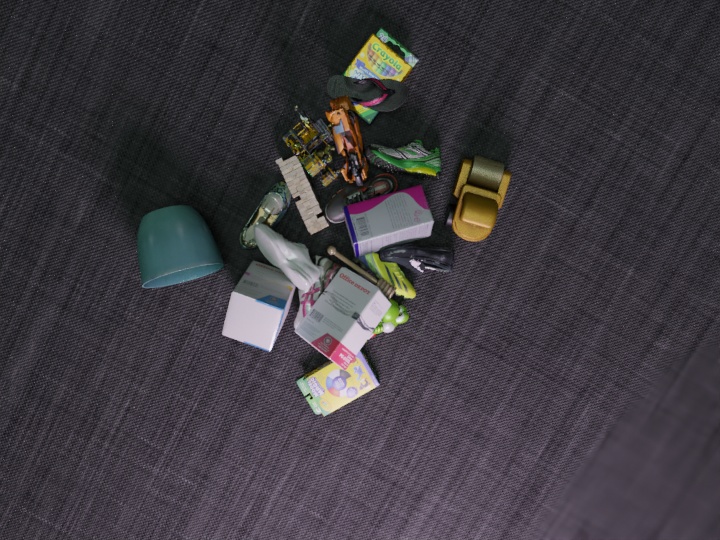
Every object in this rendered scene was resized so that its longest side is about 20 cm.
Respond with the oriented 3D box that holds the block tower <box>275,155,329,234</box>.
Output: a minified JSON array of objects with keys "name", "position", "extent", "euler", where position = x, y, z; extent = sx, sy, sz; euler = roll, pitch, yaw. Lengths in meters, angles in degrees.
[{"name":"block tower","position":[-0.142,-0.193,1.441],"extent":[0.057,0.054,0.202],"euler":[-25,101,4]}]

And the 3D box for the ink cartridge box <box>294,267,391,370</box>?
[{"name":"ink cartridge box","position":[-0.041,0.114,1.407],"extent":[0.144,0.084,0.201],"euler":[29,79,40]}]

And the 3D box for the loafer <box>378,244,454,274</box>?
[{"name":"loafer","position":[0.142,-0.025,1.436],"extent":[0.197,0.068,0.072],"euler":[1,81,-16]}]

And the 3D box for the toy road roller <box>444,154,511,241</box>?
[{"name":"toy road roller","position":[0.286,-0.170,1.392],"extent":[0.121,0.146,0.203],"euler":[15,98,-1]}]

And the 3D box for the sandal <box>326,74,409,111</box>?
[{"name":"sandal","position":[0.016,-0.420,1.364],"extent":[0.197,0.045,0.076],"euler":[7,99,1]}]

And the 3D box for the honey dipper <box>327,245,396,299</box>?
[{"name":"honey dipper","position":[0.000,0.000,1.428],"extent":[0.199,0.038,0.038],"euler":[36,98,7]}]

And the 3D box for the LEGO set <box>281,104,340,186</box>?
[{"name":"LEGO set","position":[-0.093,-0.295,1.374],"extent":[0.116,0.200,0.154],"euler":[-39,75,7]}]

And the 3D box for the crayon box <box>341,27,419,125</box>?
[{"name":"crayon box","position":[0.036,-0.474,1.405],"extent":[0.125,0.052,0.201],"euler":[38,97,-4]}]

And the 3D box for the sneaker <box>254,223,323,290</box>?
[{"name":"sneaker","position":[-0.176,-0.048,1.426],"extent":[0.200,0.075,0.088],"euler":[47,58,-2]}]

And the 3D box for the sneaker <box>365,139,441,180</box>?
[{"name":"sneaker","position":[0.105,-0.279,1.416],"extent":[0.197,0.078,0.087],"euler":[9,87,-20]}]

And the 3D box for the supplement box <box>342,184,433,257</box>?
[{"name":"supplement box","position":[0.067,-0.118,1.403],"extent":[0.197,0.104,0.103],"euler":[-16,72,-2]}]

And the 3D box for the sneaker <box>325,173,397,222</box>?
[{"name":"sneaker","position":[-0.002,-0.184,1.431],"extent":[0.198,0.082,0.078],"euler":[-30,96,5]}]

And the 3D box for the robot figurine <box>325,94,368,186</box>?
[{"name":"robot figurine","position":[-0.027,-0.301,1.372],"extent":[0.057,0.146,0.202],"euler":[-8,122,13]}]

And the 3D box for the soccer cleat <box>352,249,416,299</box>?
[{"name":"soccer cleat","position":[0.070,-0.006,1.464],"extent":[0.199,0.065,0.084],"euler":[38,95,-3]}]

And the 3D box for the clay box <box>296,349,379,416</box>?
[{"name":"clay box","position":[-0.061,0.294,1.518],"extent":[0.198,0.048,0.116],"euler":[-31,96,5]}]

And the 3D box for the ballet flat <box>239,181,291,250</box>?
[{"name":"ballet flat","position":[-0.239,-0.133,1.453],"extent":[0.074,0.074,0.201],"euler":[32,97,-3]}]

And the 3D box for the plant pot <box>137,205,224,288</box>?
[{"name":"plant pot","position":[-0.449,-0.064,1.411],"extent":[0.198,0.201,0.163],"euler":[-17,85,4]}]

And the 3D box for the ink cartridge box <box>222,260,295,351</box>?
[{"name":"ink cartridge box","position":[-0.240,0.077,1.428],"extent":[0.127,0.201,0.127],"euler":[19,116,-1]}]

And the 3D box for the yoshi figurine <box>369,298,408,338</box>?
[{"name":"yoshi figurine","position":[0.022,0.125,1.464],"extent":[0.198,0.112,0.114],"euler":[-21,91,2]}]

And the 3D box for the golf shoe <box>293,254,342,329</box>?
[{"name":"golf shoe","position":[-0.125,0.059,1.480],"extent":[0.091,0.073,0.202],"euler":[27,90,14]}]
